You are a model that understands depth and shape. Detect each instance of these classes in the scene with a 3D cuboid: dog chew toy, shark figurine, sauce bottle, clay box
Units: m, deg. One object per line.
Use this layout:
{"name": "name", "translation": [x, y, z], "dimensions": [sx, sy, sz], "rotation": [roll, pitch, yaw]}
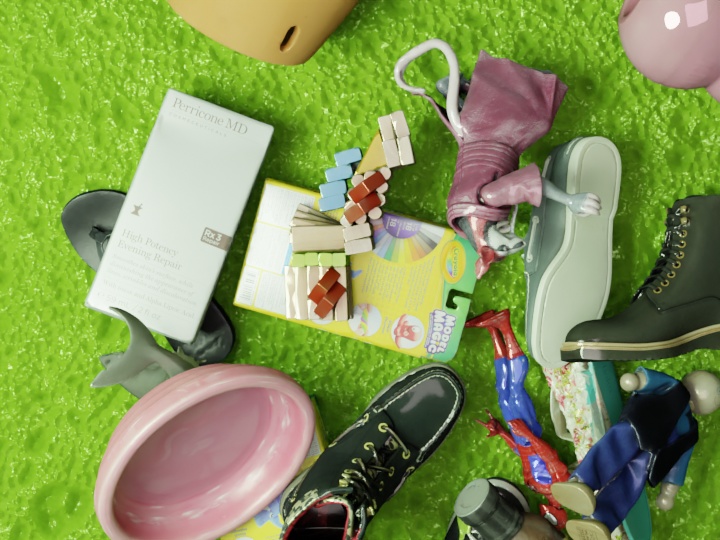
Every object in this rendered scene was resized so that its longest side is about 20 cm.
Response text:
{"name": "dog chew toy", "translation": [0.316, -0.189, 1.174], "dimensions": [0.199, 0.125, 0.125], "rotation": [26, 98, -6]}
{"name": "shark figurine", "translation": [-0.171, 0.105, 1.205], "dimensions": [0.128, 0.214, 0.090], "rotation": [23, 77, -6]}
{"name": "sauce bottle", "translation": [0.160, 0.256, 1.232], "dimensions": [0.200, 0.065, 0.065], "rotation": [42, 99, -20]}
{"name": "clay box", "translation": [-0.070, 0.225, 1.287], "dimensions": [0.114, 0.048, 0.201], "rotation": [-14, 96, 4]}
{"name": "clay box", "translation": [0.000, 0.000, 1.248], "dimensions": [0.199, 0.048, 0.116], "rotation": [16, 96, 2]}

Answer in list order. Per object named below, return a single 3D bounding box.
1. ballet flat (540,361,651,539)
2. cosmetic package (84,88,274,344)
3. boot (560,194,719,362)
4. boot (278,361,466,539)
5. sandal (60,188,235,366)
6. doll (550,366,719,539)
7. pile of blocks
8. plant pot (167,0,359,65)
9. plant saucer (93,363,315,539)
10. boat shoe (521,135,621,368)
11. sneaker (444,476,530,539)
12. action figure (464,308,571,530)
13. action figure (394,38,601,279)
{"name": "ballet flat", "translation": [0.207, 0.153, 1.253], "dimensions": [0.064, 0.075, 0.201], "rotation": [-12, 91, 37]}
{"name": "cosmetic package", "translation": [-0.155, -0.046, 1.227], "dimensions": [0.101, 0.074, 0.201], "rotation": [20, 85, -4]}
{"name": "boot", "translation": [0.252, 0.003, 1.204], "dimensions": [0.199, 0.077, 0.139], "rotation": [-8, 91, -27]}
{"name": "boot", "translation": [0.011, 0.167, 1.178], "dimensions": [0.203, 0.154, 0.074], "rotation": [-42, 94, 6]}
{"name": "sandal", "translation": [-0.188, 0.003, 1.275], "dimensions": [0.076, 0.043, 0.200], "rotation": [-45, 91, 8]}
{"name": "doll", "translation": [0.244, 0.152, 1.206], "dimensions": [0.200, 0.048, 0.137], "rotation": [-40, 118, -32]}
{"name": "pile of blocks", "translation": [-0.015, -0.046, 1.184], "dimensions": [0.082, 0.062, 0.201], "rotation": [23, 93, 3]}
{"name": "plant pot", "translation": [-0.073, -0.263, 1.172], "dimensions": [0.199, 0.200, 0.140], "rotation": [29, 115, 1]}
{"name": "plant saucer", "translation": [-0.134, 0.150, 1.185], "dimensions": [0.201, 0.200, 0.051], "rotation": [-45, 53, 8]}
{"name": "boat shoe", "translation": [0.174, -0.017, 1.222], "dimensions": [0.073, 0.062, 0.201], "rotation": [11, 90, -32]}
{"name": "sneaker", "translation": [0.094, 0.282, 1.261], "dimensions": [0.071, 0.083, 0.201], "rotation": [25, 98, 1]}
{"name": "action figure", "translation": [0.141, 0.135, 1.251], "dimensions": [0.051, 0.065, 0.201], "rotation": [-24, 93, -20]}
{"name": "action figure", "translation": [0.106, -0.090, 1.164], "dimensions": [0.148, 0.134, 0.201], "rotation": [29, 54, -26]}
